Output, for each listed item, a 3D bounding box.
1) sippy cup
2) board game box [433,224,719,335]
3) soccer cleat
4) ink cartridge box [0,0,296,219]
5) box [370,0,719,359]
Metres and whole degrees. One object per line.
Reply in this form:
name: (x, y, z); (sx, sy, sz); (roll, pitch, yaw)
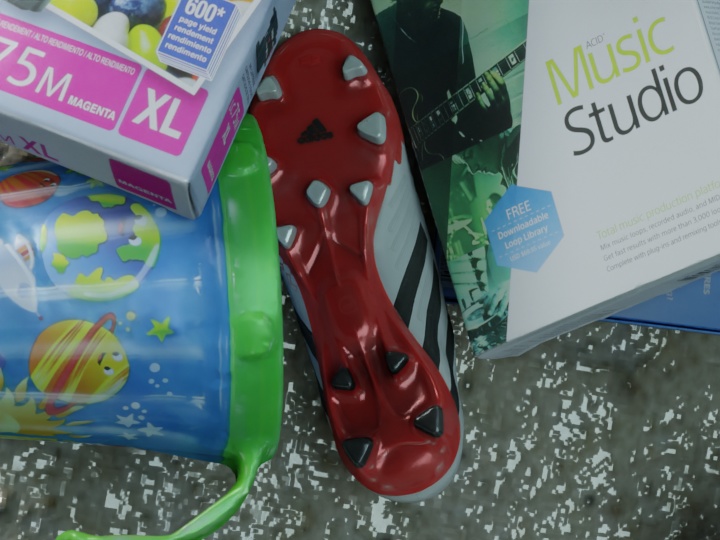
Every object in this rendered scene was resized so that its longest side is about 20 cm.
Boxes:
sippy cup: (-0.101, 0.010, 0.949); (0.129, 0.178, 0.140); (-4, 130, -9)
board game box: (0.121, -0.053, 0.989); (0.036, 0.199, 0.152); (5, 91, -50)
soccer cleat: (0.000, 0.000, 1.016); (0.068, 0.085, 0.201); (-17, 74, 5)
ink cartridge box: (-0.076, -0.132, 0.918); (0.119, 0.042, 0.201); (21, 70, 9)
box: (0.080, -0.082, 0.973); (0.036, 0.144, 0.201); (2, 69, -52)
